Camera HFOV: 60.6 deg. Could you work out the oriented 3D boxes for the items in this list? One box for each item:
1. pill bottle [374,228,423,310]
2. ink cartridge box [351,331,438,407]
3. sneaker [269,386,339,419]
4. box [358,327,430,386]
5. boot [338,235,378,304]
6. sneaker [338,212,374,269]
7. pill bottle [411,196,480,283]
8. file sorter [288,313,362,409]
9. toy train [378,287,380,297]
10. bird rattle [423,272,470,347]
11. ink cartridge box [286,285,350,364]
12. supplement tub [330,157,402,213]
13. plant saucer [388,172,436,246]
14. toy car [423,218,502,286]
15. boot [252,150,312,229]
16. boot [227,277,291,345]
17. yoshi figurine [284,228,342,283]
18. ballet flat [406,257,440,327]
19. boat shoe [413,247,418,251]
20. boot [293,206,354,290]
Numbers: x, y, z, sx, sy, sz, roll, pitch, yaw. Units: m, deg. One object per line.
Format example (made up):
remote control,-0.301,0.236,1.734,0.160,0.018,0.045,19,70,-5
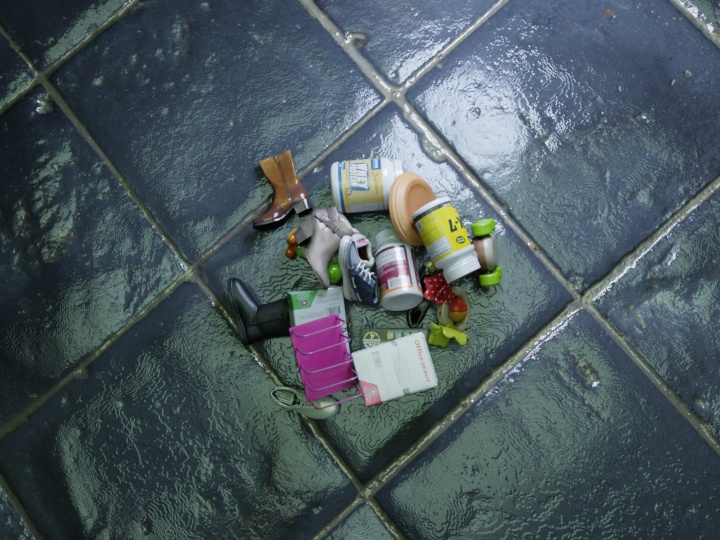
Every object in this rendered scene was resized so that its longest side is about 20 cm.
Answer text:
pill bottle,0.098,-0.004,1.664,0.113,0.114,0.202,-10,63,3
ink cartridge box,0.091,0.261,1.630,0.198,0.083,0.148,-17,83,3
sneaker,-0.157,0.364,1.689,0.197,0.071,0.074,9,82,6
box,0.094,0.239,1.699,0.197,0.049,0.163,1,85,5
boot,0.000,0.000,1.627,0.089,0.202,0.073,11,42,22
sneaker,-0.018,-0.077,1.698,0.081,0.088,0.201,-26,84,-41
pill bottle,0.222,-0.076,1.579,0.113,0.114,0.202,-26,84,0
file sorter,-0.085,0.233,1.577,0.137,0.125,0.202,-16,98,-15
toy train,0.063,0.051,1.735,0.197,0.042,0.057,-5,91,4
bird rattle,0.237,0.104,1.663,0.112,0.162,0.203,-14,86,43
ink cartridge box,-0.115,0.150,1.673,0.145,0.083,0.203,-7,94,-16
supplement tub,0.021,-0.239,1.728,0.197,0.145,0.147,-5,81,4
plant saucer,0.152,-0.167,1.663,0.037,0.199,0.203,-8,78,41
toy car,0.275,-0.041,1.685,0.198,0.158,0.166,-8,97,19
boot,-0.256,-0.234,1.789,0.187,0.068,0.202,-25,79,1
boot,-0.273,0.099,1.734,0.166,0.076,0.203,-16,87,6
yoshi figurine,-0.120,-0.029,1.734,0.198,0.112,0.113,24,100,5
ballet flat,0.177,0.064,1.689,0.066,0.057,0.202,15,101,-6
boat shoe,0.151,-0.150,1.746,0.073,0.060,0.203,12,83,1
boot,-0.083,-0.069,1.641,0.145,0.070,0.201,-29,82,-4
